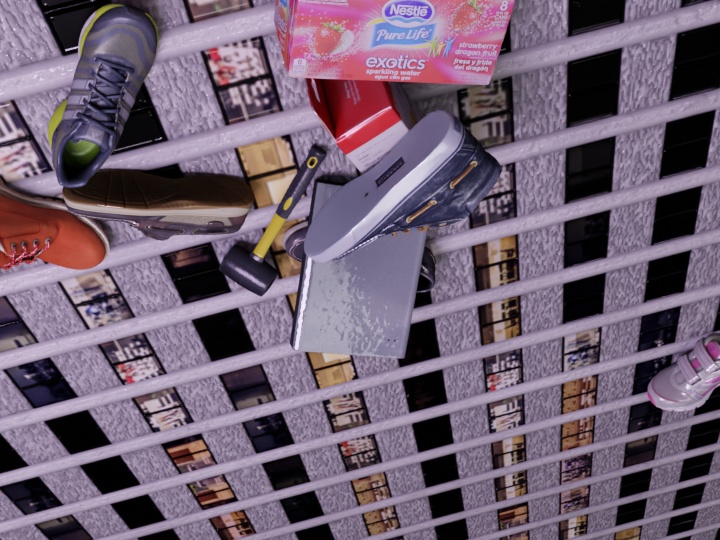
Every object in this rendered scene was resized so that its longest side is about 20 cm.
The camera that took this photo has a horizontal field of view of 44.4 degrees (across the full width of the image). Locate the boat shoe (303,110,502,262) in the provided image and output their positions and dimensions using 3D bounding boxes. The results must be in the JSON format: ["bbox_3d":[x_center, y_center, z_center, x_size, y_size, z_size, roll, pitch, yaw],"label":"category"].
[{"bbox_3d":[0.041,-0.059,0.854,0.200,0.071,0.091,-39,128,22],"label":"boat shoe"}]

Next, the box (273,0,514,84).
[{"bbox_3d":[0.027,-0.240,0.813,0.200,0.100,0.096,-1,136,-15],"label":"box"}]

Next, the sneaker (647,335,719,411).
[{"bbox_3d":[0.546,0.150,1.400,0.200,0.081,0.088,-28,135,2],"label":"sneaker"}]

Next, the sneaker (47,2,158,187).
[{"bbox_3d":[-0.242,-0.158,0.833,0.074,0.081,0.200,12,131,-27],"label":"sneaker"}]

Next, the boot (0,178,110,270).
[{"bbox_3d":[-0.354,-0.029,0.920,0.200,0.107,0.075,23,123,-37],"label":"boot"}]

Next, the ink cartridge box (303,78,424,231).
[{"bbox_3d":[0.021,-0.147,0.897,0.067,0.116,0.200,-29,137,16],"label":"ink cartridge box"}]

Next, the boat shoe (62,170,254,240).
[{"bbox_3d":[-0.216,-0.063,0.947,0.200,0.073,0.065,2,130,-18],"label":"boat shoe"}]

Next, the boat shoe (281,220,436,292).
[{"bbox_3d":[0.004,-0.014,1.071,0.200,0.063,0.073,9,135,-23],"label":"boat shoe"}]

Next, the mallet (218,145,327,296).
[{"bbox_3d":[-0.103,-0.063,1.012,0.066,0.041,0.200,26,117,0],"label":"mallet"}]

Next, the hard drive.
[{"bbox_3d":[0.000,0.000,1.034,0.139,0.033,0.200,6,102,-16],"label":"hard drive"}]
